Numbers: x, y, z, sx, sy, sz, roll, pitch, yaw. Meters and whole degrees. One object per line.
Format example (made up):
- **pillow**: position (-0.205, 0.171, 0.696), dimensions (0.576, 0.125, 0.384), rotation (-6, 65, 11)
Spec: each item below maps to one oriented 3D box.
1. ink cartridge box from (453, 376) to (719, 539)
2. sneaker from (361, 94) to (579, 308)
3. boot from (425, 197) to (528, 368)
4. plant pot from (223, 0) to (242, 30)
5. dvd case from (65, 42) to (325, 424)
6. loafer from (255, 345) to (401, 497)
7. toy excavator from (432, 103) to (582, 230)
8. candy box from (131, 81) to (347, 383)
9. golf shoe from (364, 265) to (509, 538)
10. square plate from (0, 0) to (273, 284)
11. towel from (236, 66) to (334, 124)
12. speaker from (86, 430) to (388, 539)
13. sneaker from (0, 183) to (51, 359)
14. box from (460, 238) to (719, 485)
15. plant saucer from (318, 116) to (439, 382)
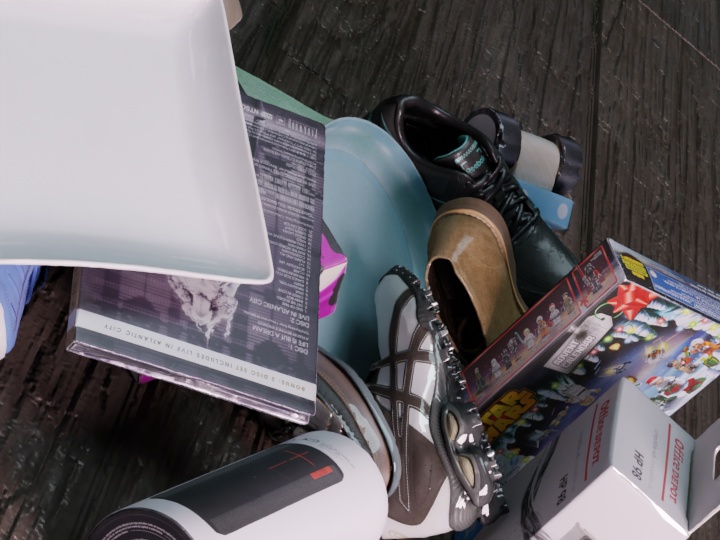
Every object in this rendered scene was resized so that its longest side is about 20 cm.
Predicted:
- **ink cartridge box**: position (0.138, 0.145, 1.343), dimensions (0.067, 0.200, 0.116), rotation (40, 25, -9)
- **sneaker**: position (0.079, -0.046, 1.558), dimensions (0.200, 0.079, 0.075), rotation (40, 64, 1)
- **boot**: position (0.087, 0.055, 1.499), dimensions (0.201, 0.073, 0.076), rotation (65, 29, -28)
- **plant pot**: position (-0.170, -0.209, 1.458), dimensions (0.174, 0.199, 0.200), rotation (57, 23, -12)
- **dvd case**: position (-0.088, -0.022, 1.253), dimensions (0.148, 0.016, 0.201), rotation (19, 53, -25)
- **loafer**: position (-0.054, 0.067, 1.346), dimensions (0.063, 0.072, 0.200), rotation (-14, 53, -38)
- **toy excavator**: position (0.104, -0.014, 1.668), dimensions (0.194, 0.201, 0.100), rotation (11, -3, 45)
- **candy box**: position (-0.114, -0.045, 1.339), dimensions (0.136, 0.061, 0.200), rotation (-20, 61, -24)
- **golf shoe**: position (0.023, 0.080, 1.387), dimensions (0.078, 0.094, 0.201), rotation (66, 4, -46)
- **square plate**: position (-0.154, -0.082, 1.215), dimensions (0.197, 0.028, 0.201), rotation (5, 60, -30)
- **towel**: position (-0.093, -0.083, 1.490), dimensions (0.152, 0.023, 0.200), rotation (29, 32, 5)
- **speaker**: position (-0.062, 0.143, 1.186), dimensions (0.081, 0.081, 0.200), rotation (51, 26, 12)
- **sneaker**: position (-0.183, -0.032, 1.229), dimensions (0.077, 0.076, 0.201), rotation (10, 48, -8)
- **box**: position (0.143, 0.074, 1.457), dimensions (0.137, 0.200, 0.040), rotation (23, 35, -37)
- **plant saucer**: position (0.000, 0.000, 1.468), dimensions (0.200, 0.027, 0.201), rotation (27, 57, -52)
